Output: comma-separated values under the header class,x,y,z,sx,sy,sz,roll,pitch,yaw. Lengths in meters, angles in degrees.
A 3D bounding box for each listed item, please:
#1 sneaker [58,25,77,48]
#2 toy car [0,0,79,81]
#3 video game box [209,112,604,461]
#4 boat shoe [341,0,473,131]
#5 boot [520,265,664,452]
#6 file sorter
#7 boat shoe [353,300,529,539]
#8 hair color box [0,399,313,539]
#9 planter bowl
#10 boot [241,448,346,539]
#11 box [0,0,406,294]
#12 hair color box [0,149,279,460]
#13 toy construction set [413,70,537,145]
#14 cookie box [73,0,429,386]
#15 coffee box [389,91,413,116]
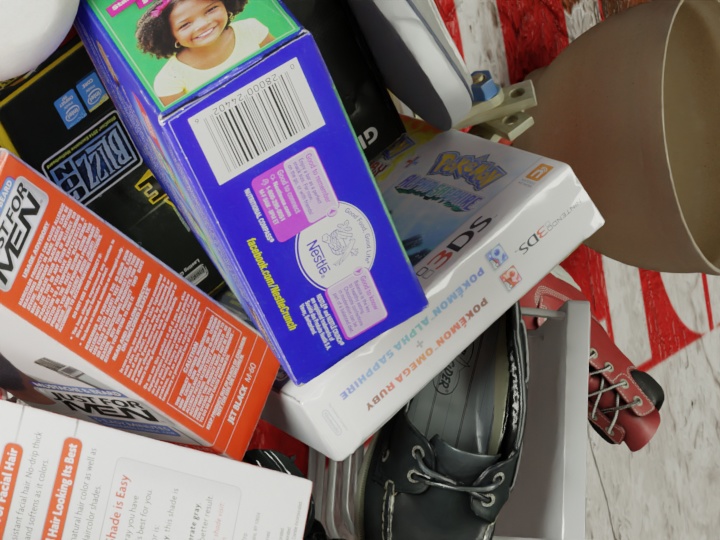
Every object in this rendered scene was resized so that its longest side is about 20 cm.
class,x,y,z,sx,sy,sz,roll,pitch,yaw
sneaker,-0.161,-0.204,1.252,0.078,0.115,0.200,62,48,-64
toy car,-0.223,-0.148,1.077,0.150,0.175,0.200,-36,123,-19
video game box,0.000,0.000,1.322,0.182,0.200,0.047,-40,117,-16
boat shoe,0.008,-0.168,1.341,0.066,0.072,0.200,-35,88,-15
boot,0.129,0.054,1.690,0.144,0.072,0.200,51,16,24
file sorter,0.043,0.102,1.446,0.200,0.124,0.139,123,-28,-72
boat shoe,0.048,0.087,1.312,0.066,0.074,0.200,139,-30,-71
hair color box,-0.131,0.127,1.141,0.064,0.200,0.111,126,-23,-61
planter bowl,0.190,-0.090,1.833,0.200,0.134,0.201,19,68,-59
boot,-0.099,0.158,1.280,0.073,0.198,0.162,60,-8,14
box,-0.087,-0.078,1.307,0.200,0.049,0.160,-39,123,-20
hair color box,-0.142,0.016,1.172,0.200,0.111,0.064,39,65,-43
toy construction set,0.026,-0.137,1.594,0.200,0.092,0.131,54,39,-27
cookie box,-0.064,-0.076,1.144,0.200,0.075,0.171,53,-9,46
coffee box,-0.033,-0.086,1.471,0.113,0.080,0.200,-56,133,-47
